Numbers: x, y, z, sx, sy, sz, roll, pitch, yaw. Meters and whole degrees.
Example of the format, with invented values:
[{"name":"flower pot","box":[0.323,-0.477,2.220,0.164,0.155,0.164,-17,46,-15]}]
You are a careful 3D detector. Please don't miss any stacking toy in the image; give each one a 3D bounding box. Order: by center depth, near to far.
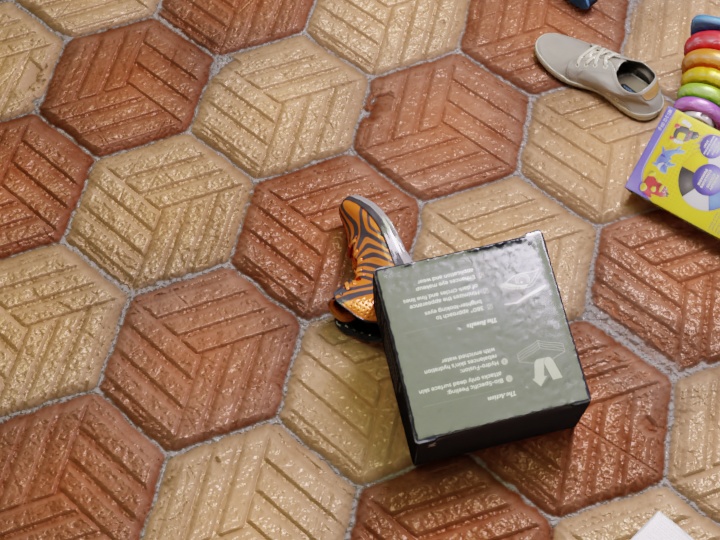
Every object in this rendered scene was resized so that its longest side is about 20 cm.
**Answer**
[{"name":"stacking toy","box":[0.441,-0.214,1.825,0.108,0.116,0.202,18,71,23]}]

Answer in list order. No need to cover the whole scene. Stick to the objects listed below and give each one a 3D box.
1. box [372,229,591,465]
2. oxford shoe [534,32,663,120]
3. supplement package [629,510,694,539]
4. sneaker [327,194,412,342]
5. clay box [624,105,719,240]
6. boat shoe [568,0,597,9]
[{"name":"box","box":[0.128,0.087,1.576,0.194,0.118,0.203,-12,71,-5]},{"name":"oxford shoe","box":[0.316,-0.269,1.887,0.199,0.058,0.075,35,66,27]},{"name":"supplement package","box":[0.295,0.354,1.347,0.111,0.201,0.155,-38,60,-22]},{"name":"sneaker","box":[0.000,0.000,1.702,0.111,0.078,0.201,-25,56,-15]},{"name":"clay box","box":[0.434,-0.102,1.732,0.199,0.047,0.116,31,96,25]},{"name":"boat shoe","box":[0.281,-0.448,2.001,0.068,0.084,0.201,-30,59,-4]}]
